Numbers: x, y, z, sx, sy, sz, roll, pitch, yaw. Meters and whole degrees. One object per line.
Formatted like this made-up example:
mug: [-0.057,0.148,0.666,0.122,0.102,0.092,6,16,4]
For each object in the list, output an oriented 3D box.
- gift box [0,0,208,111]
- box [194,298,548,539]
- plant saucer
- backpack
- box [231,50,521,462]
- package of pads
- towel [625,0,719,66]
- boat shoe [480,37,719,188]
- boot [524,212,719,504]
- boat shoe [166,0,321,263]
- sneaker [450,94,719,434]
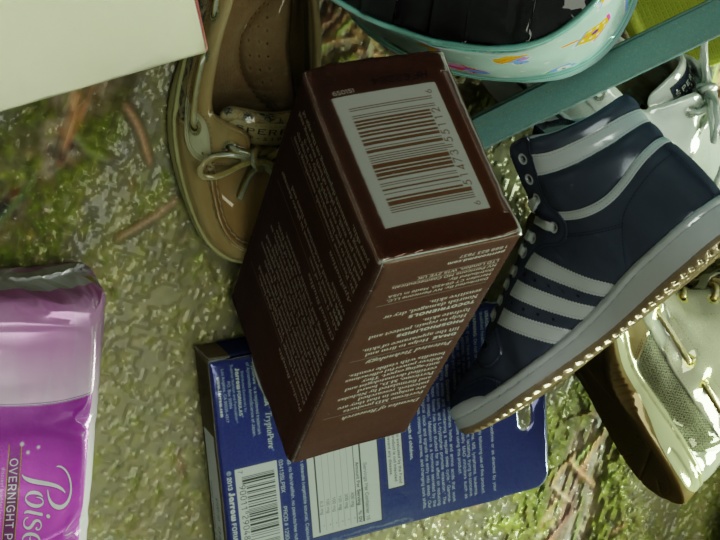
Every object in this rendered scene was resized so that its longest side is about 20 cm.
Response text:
gift box: [-0.183,-0.153,0.641,0.185,0.200,0.186,-19,106,-18]
box: [0.011,0.083,0.881,0.198,0.032,0.122,-10,108,-21]
plant saucer: [0.127,-0.102,0.783,0.199,0.070,0.019,-24,96,23]
backpack: [0.064,-0.189,0.743,0.174,0.153,0.202,16,83,11]
box: [0.000,0.000,0.746,0.074,0.200,0.101,-11,64,-23]
package of pads: [-0.190,0.095,0.766,0.119,0.076,0.202,1,103,-24]
towel: [0.232,-0.165,0.854,0.086,0.199,0.018,58,32,-24]
boat shoe: [0.164,-0.092,0.864,0.201,0.075,0.086,32,129,-18]
boot: [0.192,0.014,0.928,0.154,0.072,0.201,-35,109,-17]
boat shoe: [-0.054,-0.098,0.787,0.073,0.063,0.202,-8,107,-23]
sneaker: [0.097,-0.005,0.829,0.109,0.200,0.070,53,33,9]
